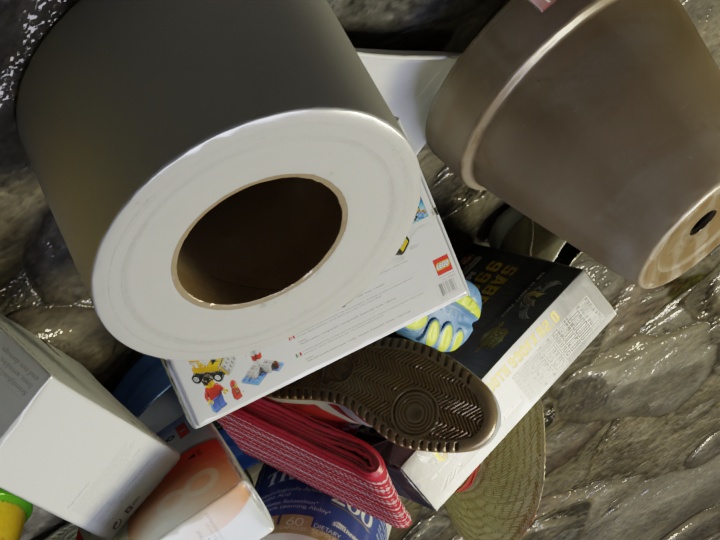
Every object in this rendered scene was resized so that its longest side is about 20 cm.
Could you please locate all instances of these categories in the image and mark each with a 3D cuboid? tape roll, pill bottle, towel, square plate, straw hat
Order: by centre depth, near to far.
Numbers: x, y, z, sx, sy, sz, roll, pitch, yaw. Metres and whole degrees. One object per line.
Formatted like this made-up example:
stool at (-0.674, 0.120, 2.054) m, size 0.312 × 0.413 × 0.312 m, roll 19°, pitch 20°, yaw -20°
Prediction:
tape roll at (-0.082, -0.065, 1.381) m, size 0.202 × 0.139 × 0.203 m, roll -18°, pitch 143°, yaw -14°
square plate at (-0.039, -0.079, 1.565) m, size 0.199 × 0.028 × 0.198 m, roll -2°, pitch 139°, yaw -47°
towel at (-0.035, 0.128, 1.688) m, size 0.023 × 0.144 × 0.200 m, roll -61°, pitch 166°, yaw -11°
pill bottle at (-0.032, 0.192, 1.839) m, size 0.111 × 0.111 × 0.200 m, roll -51°, pitch -169°, yaw 32°
straw hat at (0.060, 0.121, 1.858) m, size 0.085 × 0.202 × 0.201 m, roll -1°, pitch 141°, yaw -27°

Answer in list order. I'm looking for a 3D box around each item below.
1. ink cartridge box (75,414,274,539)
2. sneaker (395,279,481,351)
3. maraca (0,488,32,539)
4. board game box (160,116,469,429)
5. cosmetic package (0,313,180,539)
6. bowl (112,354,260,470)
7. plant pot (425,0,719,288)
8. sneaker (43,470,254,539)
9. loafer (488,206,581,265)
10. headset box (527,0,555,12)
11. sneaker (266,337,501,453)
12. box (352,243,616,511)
ink cartridge box at (-0.167, 0.184, 1.639) m, size 0.199 × 0.162 × 0.050 m, roll -31°, pitch 111°, yaw -6°
sneaker at (0.000, 0.000, 1.625) m, size 0.199 × 0.083 × 0.071 m, roll 31°, pitch 84°, yaw -47°
maraca at (-0.303, 0.177, 1.614) m, size 0.137 × 0.108 × 0.200 m, roll 12°, pitch 150°, yaw -40°
board game box at (-0.043, 0.000, 1.530) m, size 0.199 × 0.127 × 0.035 m, roll -25°, pitch -166°, yaw -12°
cosmetic package at (-0.212, 0.093, 1.549) m, size 0.081 × 0.113 × 0.200 m, roll -50°, pitch 155°, yaw -3°
bowl at (-0.098, 0.088, 1.764) m, size 0.200 × 0.039 × 0.201 m, roll -26°, pitch 152°, yaw -15°
plant pot at (0.172, -0.090, 1.590) m, size 0.200 × 0.174 × 0.200 m, roll -37°, pitch 160°, yaw -16°
sneaker at (-0.169, 0.221, 1.866) m, size 0.199 × 0.075 × 0.085 m, roll -25°, pitch 148°, yaw -18°
loafer at (0.192, -0.057, 1.815) m, size 0.200 × 0.070 × 0.075 m, roll -39°, pitch 153°, yaw 10°
headset box at (0.119, -0.248, 1.407) m, size 0.200 × 0.075 × 0.149 m, roll -41°, pitch 153°, yaw 13°
sneaker at (0.017, 0.085, 1.666) m, size 0.112 × 0.199 × 0.072 m, roll 33°, pitch 74°, yaw -65°
box at (0.069, 0.073, 1.752) m, size 0.200 × 0.158 × 0.048 m, roll -46°, pitch 114°, yaw -14°
